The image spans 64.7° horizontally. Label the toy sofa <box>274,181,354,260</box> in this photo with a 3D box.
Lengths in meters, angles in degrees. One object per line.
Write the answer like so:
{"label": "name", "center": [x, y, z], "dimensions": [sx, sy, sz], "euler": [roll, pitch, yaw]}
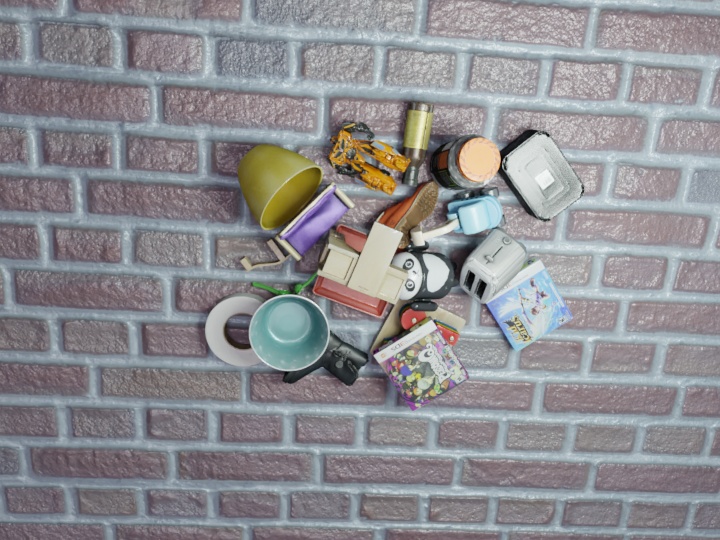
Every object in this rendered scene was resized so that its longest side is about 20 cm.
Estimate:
{"label": "toy sofa", "center": [-0.113, -0.121, 1.401], "dimensions": [0.200, 0.098, 0.083], "euler": [-45, 103, -5]}

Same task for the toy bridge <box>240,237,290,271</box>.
{"label": "toy bridge", "center": [-0.217, -0.053, 1.473], "dimensions": [0.200, 0.027, 0.067], "euler": [-34, 105, 6]}

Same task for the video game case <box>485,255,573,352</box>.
{"label": "video game case", "center": [0.445, 0.092, 1.532], "dimensions": [0.181, 0.045, 0.200], "euler": [-32, 105, 8]}

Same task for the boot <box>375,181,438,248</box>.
{"label": "boot", "center": [0.113, -0.155, 1.434], "dimensions": [0.200, 0.107, 0.075], "euler": [-51, 135, -15]}

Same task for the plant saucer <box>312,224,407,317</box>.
{"label": "plant saucer", "center": [0.000, 0.000, 1.492], "dimensions": [0.200, 0.037, 0.200], "euler": [21, 104, -7]}

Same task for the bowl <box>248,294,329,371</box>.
{"label": "bowl", "center": [-0.181, 0.145, 1.454], "dimensions": [0.200, 0.105, 0.201], "euler": [-1, 103, -6]}

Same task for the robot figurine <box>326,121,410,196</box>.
{"label": "robot figurine", "center": [0.012, -0.273, 1.387], "dimensions": [0.200, 0.058, 0.145], "euler": [28, 120, 0]}

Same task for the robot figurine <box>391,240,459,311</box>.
{"label": "robot figurine", "center": [0.155, 0.014, 1.433], "dimensions": [0.200, 0.150, 0.125], "euler": [1, 128, -33]}

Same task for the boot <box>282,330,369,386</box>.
{"label": "boot", "center": [-0.093, 0.266, 1.540], "dimensions": [0.168, 0.076, 0.200], "euler": [38, 95, -8]}

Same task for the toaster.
{"label": "toaster", "center": [0.325, -0.005, 1.424], "dimensions": [0.129, 0.200, 0.114], "euler": [-42, 71, -18]}

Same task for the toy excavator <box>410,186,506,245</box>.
{"label": "toy excavator", "center": [0.241, -0.124, 1.396], "dimensions": [0.194, 0.200, 0.100], "euler": [-6, 108, 32]}

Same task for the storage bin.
{"label": "storage bin", "center": [0.442, -0.237, 1.416], "dimensions": [0.135, 0.094, 0.200], "euler": [-38, 103, 8]}

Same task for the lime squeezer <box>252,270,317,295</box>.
{"label": "lime squeezer", "center": [-0.179, 0.039, 1.493], "dimensions": [0.199, 0.038, 0.071], "euler": [-15, 90, 14]}

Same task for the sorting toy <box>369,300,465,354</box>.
{"label": "sorting toy", "center": [0.156, 0.186, 1.533], "dimensions": [0.198, 0.070, 0.200], "euler": [25, 103, -9]}

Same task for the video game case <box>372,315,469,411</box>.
{"label": "video game case", "center": [0.160, 0.247, 1.495], "dimensions": [0.181, 0.036, 0.200], "euler": [-32, 104, 8]}

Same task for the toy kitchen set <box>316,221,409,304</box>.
{"label": "toy kitchen set", "center": [0.018, -0.050, 1.368], "dimensions": [0.200, 0.180, 0.164], "euler": [22, 103, -9]}

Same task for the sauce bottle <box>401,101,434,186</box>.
{"label": "sauce bottle", "center": [0.135, -0.310, 1.397], "dimensions": [0.065, 0.065, 0.201], "euler": [8, 104, -5]}

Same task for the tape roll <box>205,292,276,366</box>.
{"label": "tape roll", "center": [-0.313, 0.160, 1.523], "dimensions": [0.202, 0.037, 0.203], "euler": [-1, 106, -3]}

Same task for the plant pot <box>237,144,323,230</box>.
{"label": "plant pot", "center": [-0.210, -0.218, 1.359], "dimensions": [0.142, 0.200, 0.200], "euler": [44, 100, 11]}

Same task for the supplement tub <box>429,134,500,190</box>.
{"label": "supplement tub", "center": [0.246, -0.253, 1.340], "dimensions": [0.122, 0.200, 0.123], "euler": [-1, 97, -9]}
